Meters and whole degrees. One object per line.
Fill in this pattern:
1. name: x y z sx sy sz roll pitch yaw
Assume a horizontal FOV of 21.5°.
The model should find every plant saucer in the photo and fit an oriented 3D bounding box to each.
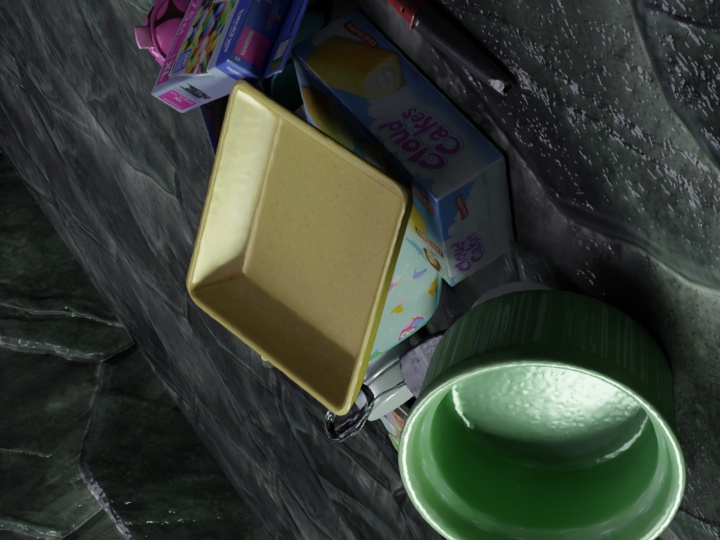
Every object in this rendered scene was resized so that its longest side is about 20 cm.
1. plant saucer: -0.040 -0.022 1.482 0.200 0.048 0.201 35 122 33

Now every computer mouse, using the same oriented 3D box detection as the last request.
1. computer mouse: 0.040 0.108 1.772 0.200 0.034 0.059 -31 79 36

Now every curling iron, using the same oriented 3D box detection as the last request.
1. curling iron: 0.039 -0.189 1.352 0.200 0.026 0.050 50 167 26

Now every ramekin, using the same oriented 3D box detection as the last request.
1. ramekin: 0.131 0.110 1.347 0.098 0.199 0.201 -75 -33 -52

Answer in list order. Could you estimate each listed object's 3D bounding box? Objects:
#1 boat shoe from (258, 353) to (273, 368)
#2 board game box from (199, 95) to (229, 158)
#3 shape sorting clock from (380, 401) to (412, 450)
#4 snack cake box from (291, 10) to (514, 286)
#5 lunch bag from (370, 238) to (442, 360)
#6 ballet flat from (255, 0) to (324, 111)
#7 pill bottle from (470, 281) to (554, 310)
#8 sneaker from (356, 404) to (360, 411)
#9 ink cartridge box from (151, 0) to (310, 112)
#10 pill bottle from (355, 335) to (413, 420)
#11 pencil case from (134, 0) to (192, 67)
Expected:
1. boat shoe: -0.095 -0.008 1.720 0.072 0.060 0.202 -59 -51 -76
2. board game box: -0.079 -0.085 1.669 0.158 0.039 0.201 29 -139 -67
3. shape sorting clock: 0.079 0.216 2.057 0.200 0.039 0.200 52 165 20
4. snack cake box: 0.033 -0.097 1.488 0.200 0.067 0.115 48 162 33
5. lunch bag: 0.000 0.000 1.630 0.077 0.160 0.200 44 156 25
6. ballet flat: -0.075 -0.198 1.628 0.072 0.072 0.200 54 165 12
7. pill bottle: 0.134 0.102 1.484 0.111 0.111 0.200 46 163 36
8. sneaker: -0.026 0.077 1.980 0.200 0.099 0.070 45 159 39
9. ink cartridge box: -0.099 -0.201 1.541 0.042 0.120 0.200 28 164 -25
10. pill bottle: -0.016 0.042 1.857 0.200 0.111 0.111 54 165 12
11. pencil case: -0.152 -0.211 1.740 0.200 0.093 0.091 114 137 -87
